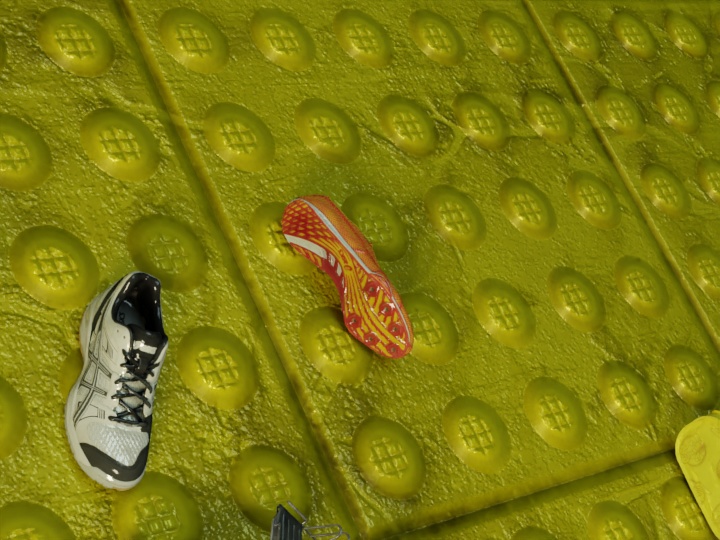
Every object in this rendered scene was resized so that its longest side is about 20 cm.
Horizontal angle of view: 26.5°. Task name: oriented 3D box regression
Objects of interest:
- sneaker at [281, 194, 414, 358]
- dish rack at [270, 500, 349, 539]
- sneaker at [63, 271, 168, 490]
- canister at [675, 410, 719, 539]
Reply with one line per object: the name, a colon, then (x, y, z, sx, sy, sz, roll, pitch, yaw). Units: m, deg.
sneaker: (0.000, 0.000, 1.589, 0.201, 0.073, 0.077, 57, 33, 8)
dish rack: (-0.020, 0.290, 1.301, 0.200, 0.054, 0.154, 53, 29, -48)
sneaker: (-0.209, 0.090, 1.340, 0.075, 0.088, 0.201, 15, 52, -32)
canister: (0.476, 0.230, 1.782, 0.199, 0.087, 0.149, -4, 62, -42)
